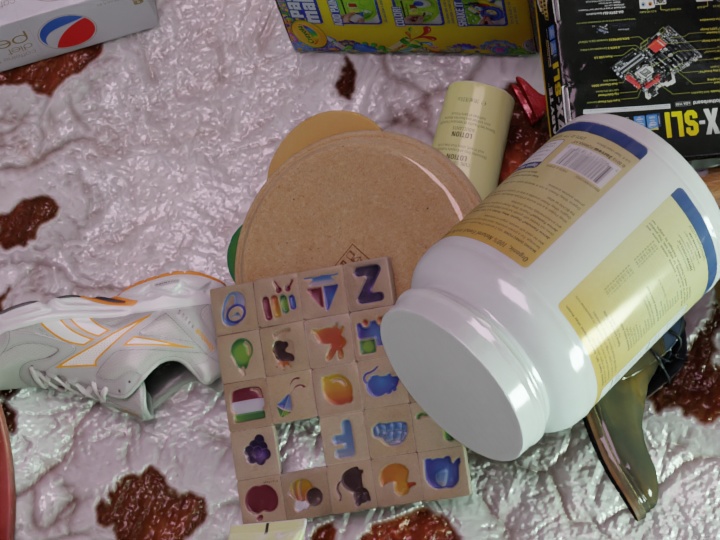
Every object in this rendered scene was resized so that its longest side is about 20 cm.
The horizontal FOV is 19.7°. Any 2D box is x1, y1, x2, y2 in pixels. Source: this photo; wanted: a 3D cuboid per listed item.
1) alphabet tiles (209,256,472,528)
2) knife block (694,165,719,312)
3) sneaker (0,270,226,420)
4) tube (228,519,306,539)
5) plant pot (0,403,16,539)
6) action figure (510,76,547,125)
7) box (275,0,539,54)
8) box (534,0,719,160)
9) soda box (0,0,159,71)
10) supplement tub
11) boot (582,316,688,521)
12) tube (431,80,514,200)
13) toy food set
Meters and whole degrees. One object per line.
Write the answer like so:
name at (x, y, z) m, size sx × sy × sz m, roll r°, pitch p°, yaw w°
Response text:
alphabet tiles at (0.001, 0.078, 1.412) m, size 0.198 × 0.008 × 0.169 m, roll -10°, pitch 84°, yaw 17°
knife block at (0.280, 0.032, 1.418) m, size 0.063 × 0.200 × 0.177 m, roll -10°, pitch 110°, yaw 3°
sneaker at (-0.185, 0.066, 1.465) m, size 0.198 × 0.076 × 0.093 m, roll -14°, pitch 69°, yaw 4°
tube at (-0.080, 0.261, 1.363) m, size 0.058 × 0.052 × 0.201 m, roll 8°, pitch 67°, yaw 8°
plant pot at (-0.363, 0.146, 1.401) m, size 0.194 × 0.201 × 0.202 m, roll -8°, pitch 65°, yaw 14°
action figure at (0.203, -0.174, 1.512) m, size 0.199 × 0.065 × 0.052 m, roll -27°, pitch 83°, yaw -3°
box at (0.042, -0.278, 1.554) m, size 0.191 × 0.122 × 0.202 m, roll 1°, pitch 66°, yaw 11°
box at (0.226, -0.157, 1.453) m, size 0.198 × 0.049 × 0.161 m, roll -6°, pitch 89°, yaw -10°
soda box at (-0.260, -0.204, 1.602) m, size 0.198 × 0.064 × 0.069 m, roll -16°, pitch 65°, yaw 3°
supplement tub at (0.122, 0.011, 1.323) m, size 0.144 × 0.145 × 0.200 m, roll 39°, pitch 65°, yaw 22°
boot at (0.188, 0.065, 1.402) m, size 0.096 × 0.075 × 0.201 m, roll -19°, pitch 63°, yaw 3°
tube at (0.065, -0.035, 1.482) m, size 0.052 × 0.058 × 0.202 m, roll 22°, pitch 75°, yaw -28°
toy food set at (0.000, 0.000, 1.449) m, size 0.199 × 0.049 × 0.199 m, roll 26°, pitch 93°, yaw 18°
